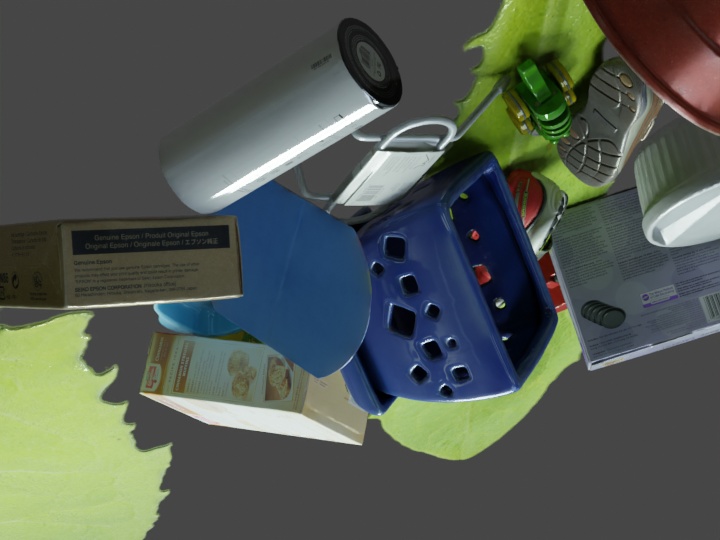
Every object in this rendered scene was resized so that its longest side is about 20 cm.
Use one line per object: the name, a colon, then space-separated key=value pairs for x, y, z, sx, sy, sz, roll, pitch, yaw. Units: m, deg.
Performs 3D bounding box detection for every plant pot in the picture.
plant pot: x=0.286 y=-0.232 z=1.145 sx=0.201 sy=0.201 sz=0.195 roll=5 pitch=143 yaw=-48
plant pot: x=0.063 y=0.019 z=1.562 sx=0.180 sy=0.200 sz=0.200 roll=-18 pitch=-168 yaw=25

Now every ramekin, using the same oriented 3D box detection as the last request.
ramekin: x=0.385 y=-0.108 z=1.715 sx=0.202 sy=0.094 sz=0.202 roll=-16 pitch=162 yaw=-5

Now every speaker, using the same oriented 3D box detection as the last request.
speaker: x=-0.067 y=-0.120 z=1.294 sx=0.200 sy=0.081 sz=0.081 roll=-29 pitch=159 yaw=30

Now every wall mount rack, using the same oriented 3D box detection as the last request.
wall mount rack: x=0.042 y=-0.114 z=1.437 sx=0.174 sy=0.075 sz=0.200 roll=-3 pitch=157 yaw=-28

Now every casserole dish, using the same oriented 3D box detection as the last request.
casserole dish: x=-0.120 y=0.014 z=1.658 sx=0.200 sy=0.039 sz=0.121 roll=-19 pitch=149 yaw=25

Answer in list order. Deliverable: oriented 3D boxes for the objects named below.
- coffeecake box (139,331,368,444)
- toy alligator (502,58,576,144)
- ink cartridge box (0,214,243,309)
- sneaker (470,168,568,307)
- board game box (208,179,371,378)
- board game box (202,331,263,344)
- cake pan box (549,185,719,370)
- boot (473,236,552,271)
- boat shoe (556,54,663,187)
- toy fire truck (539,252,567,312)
coffeecake box: x=-0.110 y=0.128 z=1.739 sx=0.200 sy=0.073 sz=0.154 roll=5 pitch=165 yaw=27
toy alligator: x=0.173 y=-0.141 z=1.475 sx=0.059 sy=0.054 sz=0.200 roll=-33 pitch=164 yaw=2
ink cartridge box: x=-0.221 y=-0.008 z=1.382 sx=0.165 sy=0.075 sz=0.200 roll=-5 pitch=-178 yaw=-35
sneaker: x=0.146 y=-0.026 z=1.710 sx=0.200 sy=0.085 sz=0.077 roll=-61 pitch=170 yaw=30
board game box: x=-0.059 y=-0.002 z=1.488 sx=0.039 sy=0.200 sz=0.158 roll=-23 pitch=136 yaw=-50
board game box: x=-0.071 y=0.077 z=1.760 sx=0.102 sy=0.048 sz=0.200 roll=25 pitch=161 yaw=-40
cake pan box: x=0.325 y=-0.002 z=1.825 sx=0.200 sy=0.184 sz=0.052 roll=-19 pitch=166 yaw=2
boot: x=0.133 y=0.003 z=1.851 sx=0.200 sy=0.073 sz=0.182 roll=-49 pitch=-171 yaw=18
boat shoe: x=0.245 y=-0.145 z=1.512 sx=0.072 sy=0.076 sz=0.200 roll=-37 pitch=170 yaw=-23
toy fire truck: x=0.282 y=-0.011 z=1.974 sx=0.200 sy=0.049 sz=0.141 roll=-28 pitch=159 yaw=26
